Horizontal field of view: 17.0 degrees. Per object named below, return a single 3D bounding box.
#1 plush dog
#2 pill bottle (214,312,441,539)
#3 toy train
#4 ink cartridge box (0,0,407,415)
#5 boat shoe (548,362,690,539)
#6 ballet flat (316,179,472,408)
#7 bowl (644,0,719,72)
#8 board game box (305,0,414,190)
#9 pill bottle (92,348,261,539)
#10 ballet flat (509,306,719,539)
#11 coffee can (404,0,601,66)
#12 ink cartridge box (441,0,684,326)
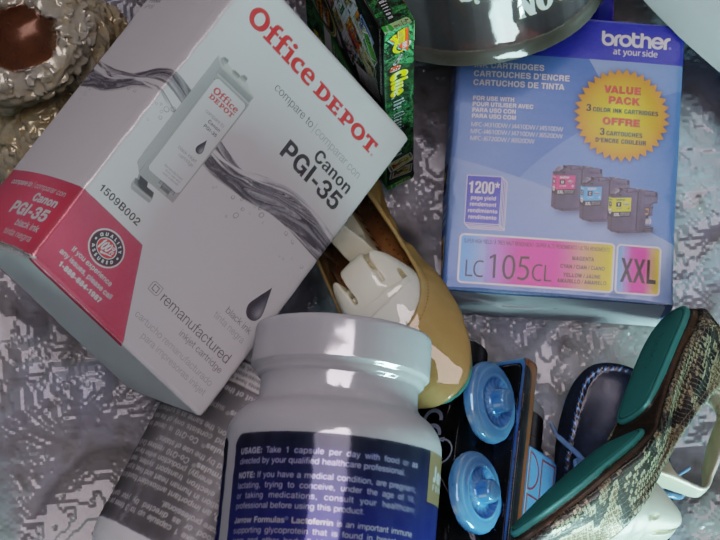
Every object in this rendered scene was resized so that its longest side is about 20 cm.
[{"bbox_3d":[-0.129,-0.093,1.393,0.171,0.160,0.201,-13,107,-9],"label":"plush dog"},{"bbox_3d":[-0.017,0.129,1.250,0.115,0.116,0.201,5,78,1],"label":"pill bottle"},{"bbox_3d":[0.060,0.140,1.349,0.086,0.114,0.201,-12,58,34],"label":"toy train"},{"bbox_3d":[-0.091,-0.048,1.302,0.147,0.083,0.200,46,72,-32],"label":"ink cartridge box"},{"bbox_3d":[0.151,0.150,1.373,0.084,0.069,0.201,-4,78,-1],"label":"boat shoe"},{"bbox_3d":[0.000,0.000,1.361,0.069,0.063,0.200,-41,43,10],"label":"ballet flat"},{"bbox_3d":[0.262,-0.202,1.410,0.200,0.075,0.200,43,58,9],"label":"bowl"},{"bbox_3d":[-0.001,-0.131,1.357,0.023,0.200,0.105,-28,71,-10],"label":"board game box"},{"bbox_3d":[-0.080,0.131,1.354,0.113,0.113,0.200,27,79,5],"label":"pill bottle"},{"bbox_3d":[0.160,0.103,1.327,0.075,0.068,0.200,45,53,-7],"label":"ballet flat"},{"bbox_3d":[0.056,-0.237,1.340,0.146,0.201,0.147,-6,40,5],"label":"coffee can"},{"bbox_3d":[0.118,-0.074,1.418,0.136,0.076,0.201,4,77,1],"label":"ink cartridge box"}]
